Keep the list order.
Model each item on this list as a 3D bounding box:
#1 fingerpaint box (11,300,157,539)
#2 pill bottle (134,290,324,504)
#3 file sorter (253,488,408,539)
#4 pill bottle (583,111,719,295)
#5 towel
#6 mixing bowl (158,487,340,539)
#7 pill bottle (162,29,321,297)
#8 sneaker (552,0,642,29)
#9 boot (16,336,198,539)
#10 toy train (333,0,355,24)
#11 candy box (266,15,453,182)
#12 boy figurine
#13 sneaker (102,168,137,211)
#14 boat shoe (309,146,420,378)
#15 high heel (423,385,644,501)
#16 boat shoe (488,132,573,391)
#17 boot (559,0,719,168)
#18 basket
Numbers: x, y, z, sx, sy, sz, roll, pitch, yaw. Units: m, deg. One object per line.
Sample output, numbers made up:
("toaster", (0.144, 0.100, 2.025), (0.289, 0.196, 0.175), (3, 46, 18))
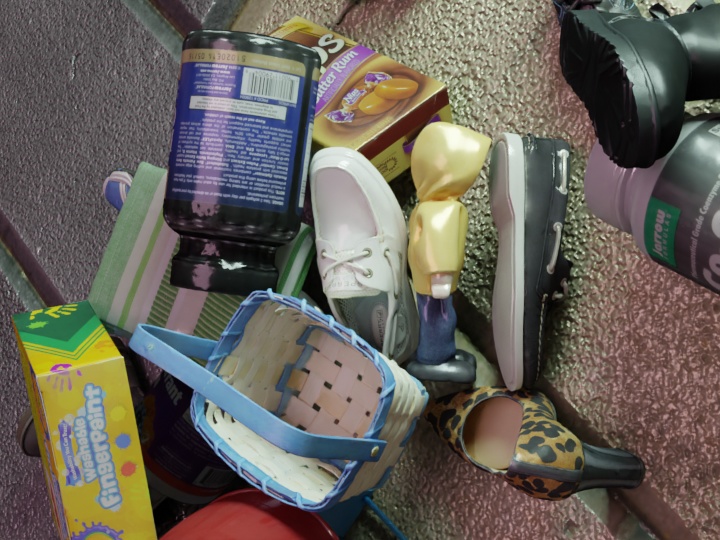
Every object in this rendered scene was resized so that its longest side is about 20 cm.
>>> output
("fingerpaint box", (-0.228, 0.145, 1.150), (0.167, 0.073, 0.200), (-145, 45, -66))
("pill bottle", (-0.117, 0.103, 1.228), (0.200, 0.111, 0.111), (-51, 54, 21))
("file sorter", (-0.053, 0.289, 1.125), (0.123, 0.139, 0.200), (44, 111, 33))
("pill bottle", (0.257, -0.039, 0.932), (0.200, 0.113, 0.113), (32, 103, 39))
("towel", (-0.138, 0.004, 1.178), (0.200, 0.023, 0.153), (19, 87, 31))
("mixing bowl", (-0.108, 0.265, 1.020), (0.200, 0.108, 0.201), (-4, 84, 36))
("pill bottle", (-0.097, -0.082, 1.093), (0.112, 0.112, 0.201), (8, 91, 41))
("sneaker", (0.174, -0.195, 1.051), (0.073, 0.082, 0.200), (-28, 66, 32))
("boot", (-0.247, 0.188, 1.362), (0.182, 0.072, 0.200), (-49, 62, 25))
("toy train", (0.008, -0.291, 1.186), (0.200, 0.116, 0.085), (-42, 58, 27))
("candy box", (-0.030, -0.144, 1.193), (0.117, 0.057, 0.200), (-38, 46, -24))
("boy figurine", (0.068, -0.016, 1.093), (0.064, 0.124, 0.201), (5, 97, 5))
("sneaker", (-0.173, -0.038, 1.256), (0.200, 0.076, 0.077), (25, 94, 40))
("boat shoe", (0.000, 0.000, 1.108), (0.071, 0.069, 0.200), (-5, 117, 27))
("high heel", (0.094, 0.121, 1.024), (0.200, 0.142, 0.072), (14, 91, 41))
("boat shoe", (0.135, -0.007, 1.066), (0.074, 0.060, 0.201), (134, 137, -74))
("boot", (0.229, -0.131, 0.912), (0.198, 0.162, 0.074), (-101, 10, -61))
("basket", (-0.053, 0.096, 1.020), (0.176, 0.200, 0.139), (31, 93, 35))
